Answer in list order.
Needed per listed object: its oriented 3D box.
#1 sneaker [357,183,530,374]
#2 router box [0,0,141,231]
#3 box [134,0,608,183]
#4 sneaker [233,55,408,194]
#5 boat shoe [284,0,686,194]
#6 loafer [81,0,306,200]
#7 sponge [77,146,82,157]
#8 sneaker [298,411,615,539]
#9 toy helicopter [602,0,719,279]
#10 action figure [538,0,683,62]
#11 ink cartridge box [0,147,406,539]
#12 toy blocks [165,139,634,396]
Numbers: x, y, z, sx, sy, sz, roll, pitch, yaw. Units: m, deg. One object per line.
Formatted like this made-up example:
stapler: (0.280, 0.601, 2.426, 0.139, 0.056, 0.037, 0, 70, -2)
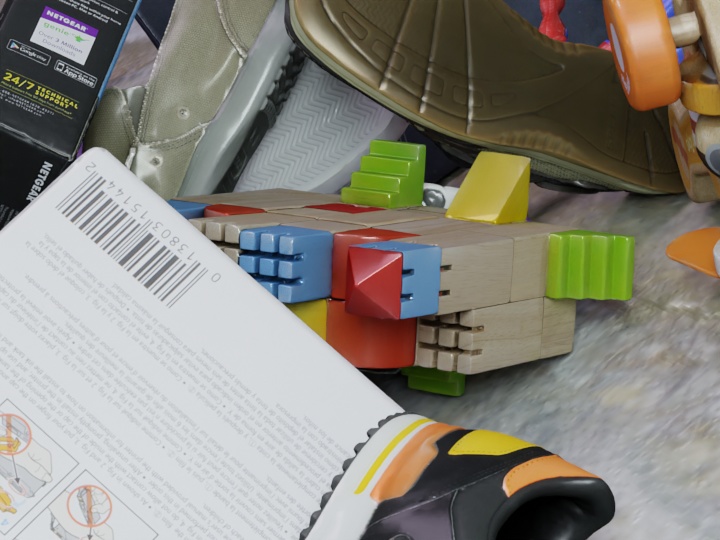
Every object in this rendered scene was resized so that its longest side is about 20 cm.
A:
sneaker: (0.000, 0.000, 1.215, 0.199, 0.081, 0.083, -16, 14, 40)
router box: (-0.149, -0.040, 1.119, 0.200, 0.051, 0.150, -57, 12, 44)
box: (-0.004, -0.147, 1.384, 0.200, 0.197, 0.117, -36, 17, 2)
sneaker: (-0.034, -0.038, 1.291, 0.200, 0.074, 0.115, -30, -26, 29)
boat shoe: (0.050, -0.072, 1.148, 0.065, 0.199, 0.073, -31, 41, 57)
loafer: (-0.091, -0.043, 1.193, 0.201, 0.069, 0.075, -61, -7, -15)
sponge: (-0.135, 0.019, 1.258, 0.111, 0.030, 0.201, -2, 78, 40)
sneaker: (0.014, 0.130, 0.873, 0.090, 0.070, 0.200, 6, 50, 31)
toy helicopter: (0.141, -0.044, 1.036, 0.079, 0.133, 0.200, -16, -2, 1)
action figure: (0.124, -0.109, 1.271, 0.200, 0.065, 0.099, -38, 26, -9)
ink cartridge box: (-0.079, 0.080, 0.962, 0.176, 0.200, 0.045, -44, -10, -28)
toy blocks: (-0.014, 0.004, 1.079, 0.199, 0.100, 0.136, 9, 10, 35)
